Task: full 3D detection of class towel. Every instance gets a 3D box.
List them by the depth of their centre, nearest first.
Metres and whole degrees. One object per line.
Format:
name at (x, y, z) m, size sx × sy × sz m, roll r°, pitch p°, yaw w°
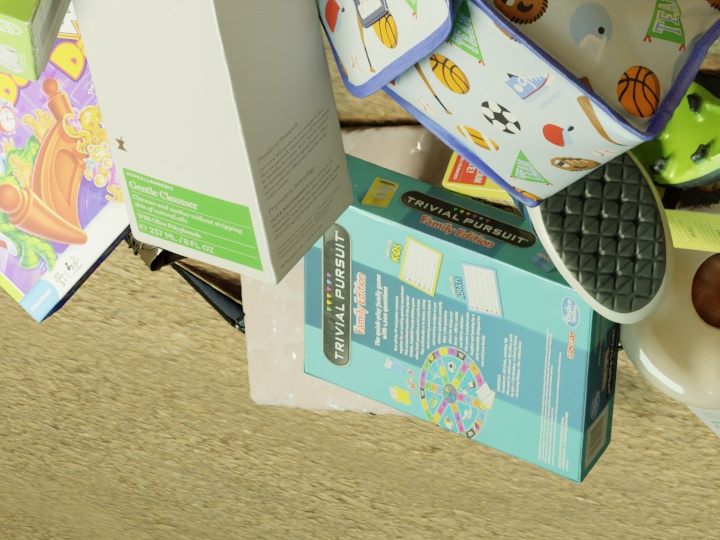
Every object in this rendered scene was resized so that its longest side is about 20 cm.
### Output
towel at (0.000, 0.000, 1.800) m, size 0.199 × 0.192 × 0.032 m, roll 2°, pitch -171°, yaw 41°

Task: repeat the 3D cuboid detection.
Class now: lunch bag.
lunch bag at (0.066, -0.139, 1.417) m, size 0.200 × 0.124 × 0.170 m, roll 39°, pitch 159°, yaw -9°

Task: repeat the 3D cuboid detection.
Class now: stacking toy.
stacking toy at (0.204, 0.004, 1.736) m, size 0.145 × 0.147 × 0.200 m, roll 23°, pitch 180°, yaw -13°

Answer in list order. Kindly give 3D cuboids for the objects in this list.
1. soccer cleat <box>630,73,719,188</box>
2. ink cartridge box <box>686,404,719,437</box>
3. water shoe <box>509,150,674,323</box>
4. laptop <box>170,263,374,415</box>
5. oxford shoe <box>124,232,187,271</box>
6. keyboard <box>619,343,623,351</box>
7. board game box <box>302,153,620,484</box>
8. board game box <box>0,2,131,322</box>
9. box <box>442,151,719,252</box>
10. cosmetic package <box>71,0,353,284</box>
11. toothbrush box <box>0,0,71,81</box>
soccer cleat at (0.225, -0.076, 1.531) m, size 0.081 × 0.068 × 0.199 m, roll 16°, pitch 167°, yaw -39°
ink cartridge box at (0.336, 0.103, 1.898) m, size 0.144 × 0.084 × 0.200 m, roll 4°, pitch 157°, yaw 35°
water shoe at (0.116, -0.059, 1.572) m, size 0.201 × 0.071 × 0.079 m, roll 59°, pitch 178°, yaw 10°
laptop at (-0.022, 0.031, 2.163) m, size 0.199 × 0.104 × 0.177 m, roll -28°, pitch 137°, yaw 31°
oxford shoe at (-0.155, -0.049, 1.947) m, size 0.199 × 0.085 × 0.073 m, roll 17°, pitch 164°, yaw 9°
keyboard at (0.178, 0.051, 1.835) m, size 0.104 × 0.040 × 0.200 m, roll 27°, pitch -171°, yaw -19°
board game box at (0.060, 0.028, 1.672) m, size 0.199 × 0.047 × 0.152 m, roll 21°, pitch 134°, yaw 23°
board game box at (-0.167, -0.088, 1.611) m, size 0.134 × 0.200 × 0.045 m, roll 44°, pitch -165°, yaw 1°
box at (0.153, -0.059, 1.628) m, size 0.199 × 0.076 × 0.050 m, roll 8°, pitch 153°, yaw 32°
cosmetic package at (-0.080, -0.104, 1.475) m, size 0.107 × 0.085 × 0.201 m, roll 17°, pitch 138°, yaw 32°
toothbrush box at (-0.243, -0.208, 1.469) m, size 0.199 × 0.146 × 0.086 m, roll 18°, pitch 162°, yaw 4°
